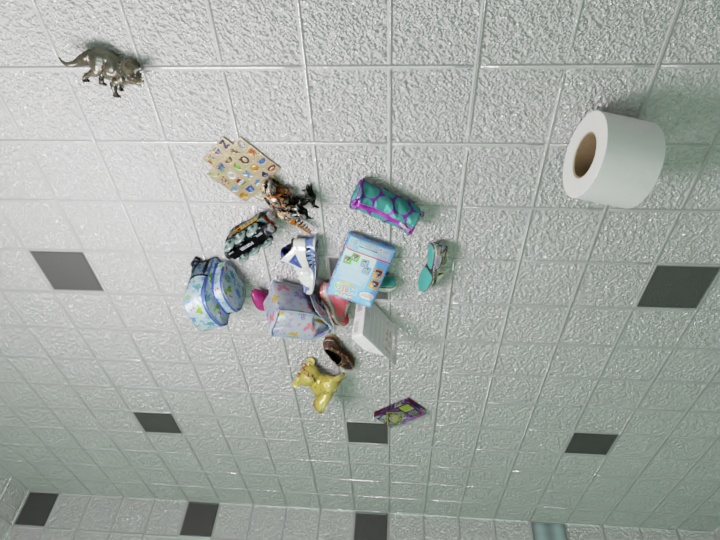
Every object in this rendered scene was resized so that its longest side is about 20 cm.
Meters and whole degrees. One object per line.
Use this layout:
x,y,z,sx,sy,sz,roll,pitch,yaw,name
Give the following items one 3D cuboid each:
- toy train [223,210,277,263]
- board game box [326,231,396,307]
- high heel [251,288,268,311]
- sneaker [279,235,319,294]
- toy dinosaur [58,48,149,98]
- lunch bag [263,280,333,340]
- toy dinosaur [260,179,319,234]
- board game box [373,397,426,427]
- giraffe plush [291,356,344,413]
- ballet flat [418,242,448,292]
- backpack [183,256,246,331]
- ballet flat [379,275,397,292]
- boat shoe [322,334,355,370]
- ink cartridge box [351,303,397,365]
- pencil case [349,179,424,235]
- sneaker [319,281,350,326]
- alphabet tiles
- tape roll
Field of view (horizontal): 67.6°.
-0.316,-0.102,1.551,0.199,0.115,0.085,-27,129,33,toy train
0.000,0.000,1.628,0.150,0.037,0.202,19,109,-13,board game box
-0.279,0.113,1.800,0.095,0.068,0.200,-8,149,27,high heel
-0.188,-0.028,1.651,0.114,0.081,0.201,7,129,5,sneaker
-0.591,-0.473,1.256,0.198,0.077,0.103,24,121,-11,toy dinosaur
-0.193,0.126,1.713,0.198,0.170,0.128,13,118,-25,lunch bag
-0.193,-0.182,1.501,0.134,0.103,0.199,-7,158,33,toy dinosaur
0.166,0.604,2.276,0.199,0.032,0.120,-32,120,33,board game box
-0.171,0.431,2.064,0.161,0.173,0.201,31,145,4,giraffe plush
0.228,-0.006,1.634,0.071,0.073,0.202,8,136,-2,ballet flat
-0.457,0.076,1.688,0.145,0.201,0.184,-11,132,16,backpack
0.016,0.038,1.705,0.197,0.070,0.070,9,136,-5,ballet flat
-0.082,0.319,1.987,0.070,0.071,0.200,-19,131,22,boat shoe
0.052,0.207,1.794,0.050,0.162,0.200,-21,130,27,ink cartridge box
0.069,-0.170,1.465,0.198,0.093,0.085,23,133,-15,pencil case
-0.065,0.112,1.774,0.086,0.074,0.201,-12,132,16,sneaker
-0.319,-0.271,1.464,0.199,0.006,0.166,36,127,-27,alphabet tiles
0.581,-0.255,1.249,0.137,0.204,0.204,11,135,-4,tape roll
